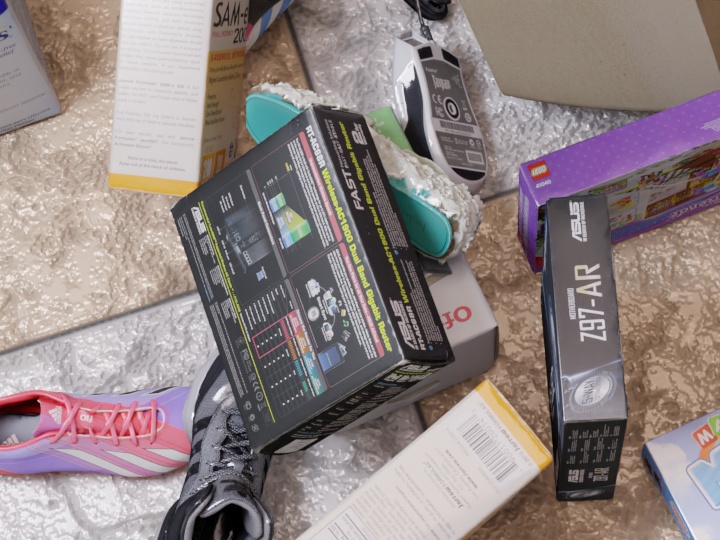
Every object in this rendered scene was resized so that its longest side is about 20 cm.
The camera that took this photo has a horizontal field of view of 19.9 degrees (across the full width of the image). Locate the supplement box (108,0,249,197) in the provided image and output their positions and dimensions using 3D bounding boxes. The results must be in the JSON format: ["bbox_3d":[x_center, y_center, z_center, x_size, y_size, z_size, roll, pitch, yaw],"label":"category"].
[{"bbox_3d":[-0.132,-0.162,1.538,0.073,0.126,0.201,6,100,9],"label":"supplement box"}]

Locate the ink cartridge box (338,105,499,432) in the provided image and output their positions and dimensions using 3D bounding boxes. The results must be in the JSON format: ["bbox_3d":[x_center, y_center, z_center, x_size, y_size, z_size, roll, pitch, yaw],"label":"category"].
[{"bbox_3d":[0.000,0.000,1.533,0.145,0.088,0.201,-22,70,-5],"label":"ink cartridge box"}]

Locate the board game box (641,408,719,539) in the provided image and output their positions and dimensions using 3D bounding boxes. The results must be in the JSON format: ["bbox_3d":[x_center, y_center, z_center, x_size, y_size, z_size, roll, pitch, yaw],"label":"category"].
[{"bbox_3d":[0.313,0.184,1.464,0.151,0.037,0.201,-24,68,-5],"label":"board game box"}]

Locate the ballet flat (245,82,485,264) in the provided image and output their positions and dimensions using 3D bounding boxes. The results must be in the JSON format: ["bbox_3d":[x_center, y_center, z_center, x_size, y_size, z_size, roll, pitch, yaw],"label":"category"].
[{"bbox_3d":[0.006,-0.076,1.491,0.200,0.072,0.072,36,75,15],"label":"ballet flat"}]

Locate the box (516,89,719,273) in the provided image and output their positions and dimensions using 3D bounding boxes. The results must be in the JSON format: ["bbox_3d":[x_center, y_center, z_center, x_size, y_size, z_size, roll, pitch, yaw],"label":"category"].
[{"bbox_3d":[0.214,-0.071,1.518,0.199,0.137,0.039,-20,69,-4],"label":"box"}]

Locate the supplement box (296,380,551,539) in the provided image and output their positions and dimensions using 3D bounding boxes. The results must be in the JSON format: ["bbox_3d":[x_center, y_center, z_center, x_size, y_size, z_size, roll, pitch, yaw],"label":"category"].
[{"bbox_3d":[0.033,0.171,1.419,0.200,0.126,0.074,-39,83,-4],"label":"supplement box"}]

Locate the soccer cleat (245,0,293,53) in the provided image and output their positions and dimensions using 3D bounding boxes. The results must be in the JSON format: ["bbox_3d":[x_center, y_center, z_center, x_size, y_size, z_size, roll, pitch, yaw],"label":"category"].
[{"bbox_3d":[-0.105,-0.200,1.637,0.200,0.086,0.070,-41,90,11],"label":"soccer cleat"}]

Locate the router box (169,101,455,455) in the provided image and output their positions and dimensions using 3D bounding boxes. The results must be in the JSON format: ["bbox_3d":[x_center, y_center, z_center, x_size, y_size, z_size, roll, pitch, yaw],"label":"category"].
[{"bbox_3d":[-0.036,0.007,1.426,0.150,0.062,0.201,-32,68,33],"label":"router box"}]

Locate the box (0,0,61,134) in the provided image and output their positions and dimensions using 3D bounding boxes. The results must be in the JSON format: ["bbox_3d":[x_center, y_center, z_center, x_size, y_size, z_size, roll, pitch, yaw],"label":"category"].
[{"bbox_3d":[-0.323,-0.222,1.582,0.104,0.200,0.185,-20,68,-3],"label":"box"}]

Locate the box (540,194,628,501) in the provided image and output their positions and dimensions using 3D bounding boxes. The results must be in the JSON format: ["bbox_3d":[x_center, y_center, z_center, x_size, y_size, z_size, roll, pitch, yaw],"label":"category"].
[{"bbox_3d":[0.155,0.059,1.437,0.043,0.200,0.161,-3,69,3],"label":"box"}]

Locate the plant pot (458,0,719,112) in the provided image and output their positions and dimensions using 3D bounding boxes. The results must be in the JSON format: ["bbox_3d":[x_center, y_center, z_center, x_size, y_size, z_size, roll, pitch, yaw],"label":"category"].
[{"bbox_3d":[0.171,-0.239,1.545,0.176,0.200,0.201,-10,47,19],"label":"plant pot"}]

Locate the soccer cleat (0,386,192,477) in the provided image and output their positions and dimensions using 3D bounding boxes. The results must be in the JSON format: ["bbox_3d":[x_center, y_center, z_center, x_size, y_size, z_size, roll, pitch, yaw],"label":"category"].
[{"bbox_3d":[-0.198,0.115,1.506,0.199,0.077,0.067,-4,68,3],"label":"soccer cleat"}]

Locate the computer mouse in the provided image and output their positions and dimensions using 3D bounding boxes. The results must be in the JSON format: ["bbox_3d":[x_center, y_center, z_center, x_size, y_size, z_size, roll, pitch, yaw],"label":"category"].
[{"bbox_3d":[0.046,-0.149,1.596,0.044,0.109,0.201,-24,70,35],"label":"computer mouse"}]

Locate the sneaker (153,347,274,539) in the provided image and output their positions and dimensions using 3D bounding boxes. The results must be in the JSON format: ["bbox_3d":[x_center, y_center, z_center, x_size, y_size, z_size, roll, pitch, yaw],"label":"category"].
[{"bbox_3d":[-0.089,0.141,1.449,0.075,0.114,0.201,18,83,-16],"label":"sneaker"}]
